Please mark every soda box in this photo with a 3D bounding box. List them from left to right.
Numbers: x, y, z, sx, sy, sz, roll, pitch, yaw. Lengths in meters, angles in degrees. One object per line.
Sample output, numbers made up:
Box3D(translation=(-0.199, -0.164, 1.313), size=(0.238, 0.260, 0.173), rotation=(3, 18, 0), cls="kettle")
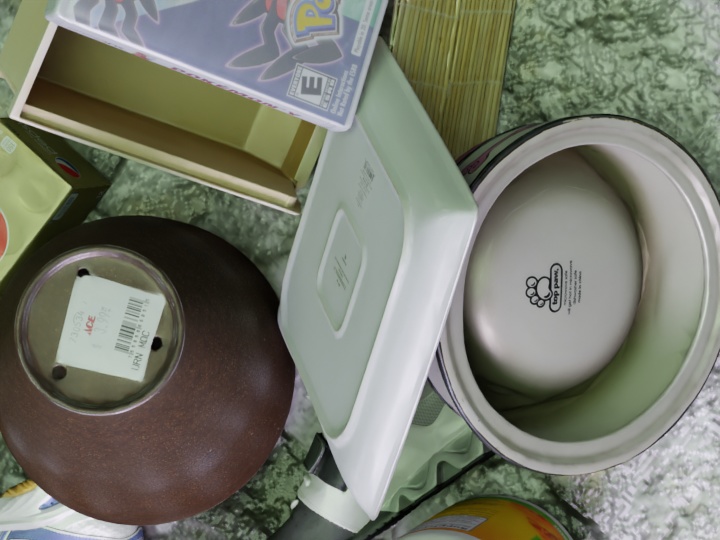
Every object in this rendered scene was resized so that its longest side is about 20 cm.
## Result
Box3D(translation=(-0.246, 0.002, 1.661), size=(0.068, 0.064, 0.200), rotation=(42, 104, 10), cls="soda box")

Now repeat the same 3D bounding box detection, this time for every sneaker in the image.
Box3D(translation=(-0.226, 0.184, 1.663), size=(0.199, 0.075, 0.088), rotation=(-21, 88, 18), cls="sneaker")
Box3D(translation=(0.000, 0.111, 1.592), size=(0.200, 0.074, 0.089), rotation=(-36, 83, 7), cls="sneaker")

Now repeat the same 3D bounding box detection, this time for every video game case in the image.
Box3D(translation=(-0.058, -0.198, 1.450), size=(0.182, 0.023, 0.201), rotation=(20, 83, -25), cls="video game case")

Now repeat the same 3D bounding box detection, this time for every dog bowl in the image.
Box3D(translation=(0.108, 0.009, 1.497), size=(0.074, 0.199, 0.201), rotation=(17, 102, 58), cls="dog bowl")

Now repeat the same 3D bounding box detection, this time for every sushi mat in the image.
Box3D(translation=(0.042, -0.069, 1.556), size=(0.012, 0.095, 0.201), rotation=(15, 99, 44), cls="sushi mat")

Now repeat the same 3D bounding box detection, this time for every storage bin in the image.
Box3D(translation=(-0.082, -0.159, 1.535), size=(0.198, 0.094, 0.201), rotation=(19, 102, -24), cls="storage bin")

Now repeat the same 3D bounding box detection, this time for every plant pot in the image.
Box3D(translation=(-0.134, 0.046, 1.532), size=(0.186, 0.200, 0.188), rotation=(0, 81, 1), cls="plant pot")

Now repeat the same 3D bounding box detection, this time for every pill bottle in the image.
Box3D(translation=(0.054, 0.195, 1.511), size=(0.111, 0.200, 0.112), rotation=(1, 95, 17), cls="pill bottle")

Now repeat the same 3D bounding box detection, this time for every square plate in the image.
Box3D(translation=(0.000, 0.000, 1.481), size=(0.028, 0.200, 0.199), rotation=(6, 120, -21), cls="square plate")
